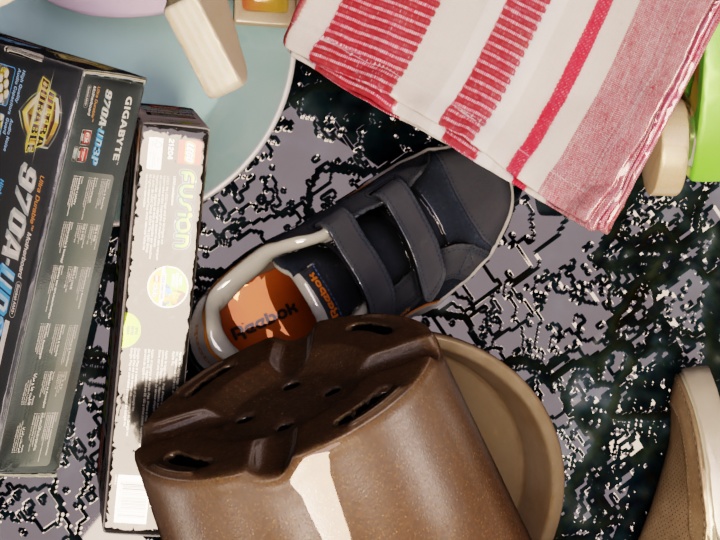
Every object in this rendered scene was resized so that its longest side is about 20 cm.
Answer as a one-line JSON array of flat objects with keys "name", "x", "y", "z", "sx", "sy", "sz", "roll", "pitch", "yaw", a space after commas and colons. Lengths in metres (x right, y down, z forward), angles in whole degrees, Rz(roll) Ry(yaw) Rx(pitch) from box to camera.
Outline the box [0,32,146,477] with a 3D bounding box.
[{"name": "box", "x": -0.195, "y": -0.017, "z": 1.061, "sx": 0.158, "sy": 0.046, "sz": 0.202, "roll": 18, "pitch": 98, "yaw": 38}]

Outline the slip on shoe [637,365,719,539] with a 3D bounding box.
[{"name": "slip on shoe", "x": 0.173, "y": 0.153, "z": 1.150, "sx": 0.060, "sy": 0.076, "sz": 0.202, "roll": -5, "pitch": 96, "yaw": 6}]

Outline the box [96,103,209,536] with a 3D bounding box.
[{"name": "box", "x": -0.106, "y": 0.021, "z": 1.082, "sx": 0.034, "sy": 0.110, "sz": 0.202, "roll": 5, "pitch": 99, "yaw": -9}]

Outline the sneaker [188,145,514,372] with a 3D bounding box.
[{"name": "sneaker", "x": 0.000, "y": 0.000, "z": 1.127, "sx": 0.199, "sy": 0.079, "sz": 0.079, "roll": -33, "pitch": 92, "yaw": -7}]

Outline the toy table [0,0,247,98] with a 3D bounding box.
[{"name": "toy table", "x": -0.095, "y": -0.184, "z": 1.041, "sx": 0.199, "sy": 0.117, "sz": 0.184, "roll": -34, "pitch": 105, "yaw": 17}]

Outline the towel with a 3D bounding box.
[{"name": "towel", "x": 0.067, "y": -0.126, "z": 1.032, "sx": 0.199, "sy": 0.023, "sz": 0.145, "roll": 31, "pitch": 104, "yaw": 21}]

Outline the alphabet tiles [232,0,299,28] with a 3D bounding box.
[{"name": "alphabet tiles", "x": -0.002, "y": -0.210, "z": 1.147, "sx": 0.198, "sy": 0.006, "sz": 0.168, "roll": 2, "pitch": 83, "yaw": -12}]

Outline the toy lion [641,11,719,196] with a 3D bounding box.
[{"name": "toy lion", "x": 0.167, "y": -0.152, "z": 1.091, "sx": 0.068, "sy": 0.200, "sz": 0.193, "roll": 0, "pitch": 108, "yaw": -4}]

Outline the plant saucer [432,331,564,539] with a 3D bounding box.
[{"name": "plant saucer", "x": 0.007, "y": 0.116, "z": 1.115, "sx": 0.198, "sy": 0.030, "sz": 0.202, "roll": -4, "pitch": 116, "yaw": -8}]

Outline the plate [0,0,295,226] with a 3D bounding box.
[{"name": "plate", "x": -0.133, "y": -0.123, "z": 1.139, "sx": 0.198, "sy": 0.026, "sz": 0.202, "roll": 0, "pitch": 89, "yaw": -6}]

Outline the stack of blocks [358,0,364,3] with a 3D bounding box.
[{"name": "stack of blocks", "x": 0.061, "y": -0.219, "z": 1.128, "sx": 0.114, "sy": 0.059, "sz": 0.202, "roll": 10, "pitch": 81, "yaw": -10}]

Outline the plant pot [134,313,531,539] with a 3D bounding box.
[{"name": "plant pot", "x": -0.001, "y": 0.140, "z": 1.013, "sx": 0.199, "sy": 0.200, "sz": 0.200, "roll": -22, "pitch": 109, "yaw": -6}]
